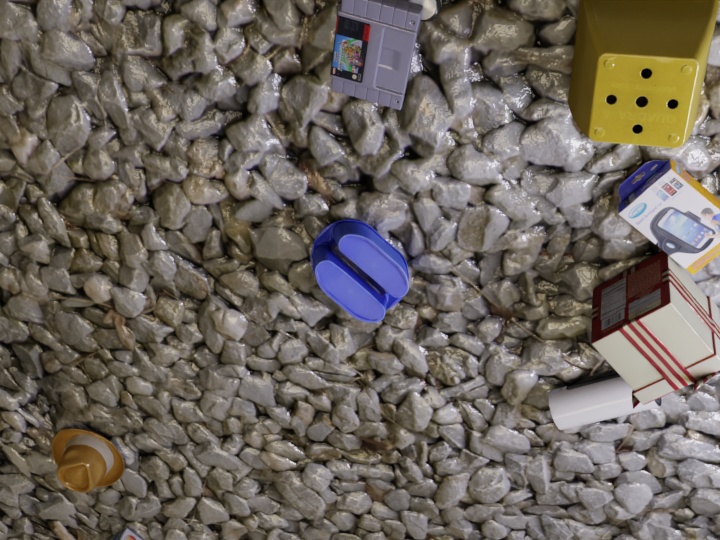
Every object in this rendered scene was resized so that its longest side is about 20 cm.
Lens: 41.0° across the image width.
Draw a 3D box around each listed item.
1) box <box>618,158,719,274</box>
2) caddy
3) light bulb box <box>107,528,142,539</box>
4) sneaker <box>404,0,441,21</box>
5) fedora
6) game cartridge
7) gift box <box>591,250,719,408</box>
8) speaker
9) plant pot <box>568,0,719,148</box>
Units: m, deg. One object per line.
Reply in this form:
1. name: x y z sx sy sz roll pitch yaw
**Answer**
1. box: 0.522 -0.093 1.593 0.199 0.042 0.119 35 126 -13
2. caddy: 0.000 0.000 1.766 0.200 0.105 0.141 41 103 -14
3. light bulb box: -0.640 0.797 2.450 0.199 0.199 0.125 -34 113 33
4. sneaker: 0.043 -0.445 1.450 0.200 0.080 0.074 41 123 -17
5. fedora: -0.660 0.466 2.291 0.198 0.082 0.202 7 126 10
6. game cartridge: 0.020 -0.347 1.522 0.128 0.039 0.201 13 143 1
7. gift box: 0.507 0.116 1.652 0.184 0.201 0.187 -31 114 37
8. speaker: 0.460 0.243 1.824 0.199 0.081 0.082 -19 118 27
9. plant pot: 0.408 -0.284 1.402 0.198 0.177 0.202 6 126 11
